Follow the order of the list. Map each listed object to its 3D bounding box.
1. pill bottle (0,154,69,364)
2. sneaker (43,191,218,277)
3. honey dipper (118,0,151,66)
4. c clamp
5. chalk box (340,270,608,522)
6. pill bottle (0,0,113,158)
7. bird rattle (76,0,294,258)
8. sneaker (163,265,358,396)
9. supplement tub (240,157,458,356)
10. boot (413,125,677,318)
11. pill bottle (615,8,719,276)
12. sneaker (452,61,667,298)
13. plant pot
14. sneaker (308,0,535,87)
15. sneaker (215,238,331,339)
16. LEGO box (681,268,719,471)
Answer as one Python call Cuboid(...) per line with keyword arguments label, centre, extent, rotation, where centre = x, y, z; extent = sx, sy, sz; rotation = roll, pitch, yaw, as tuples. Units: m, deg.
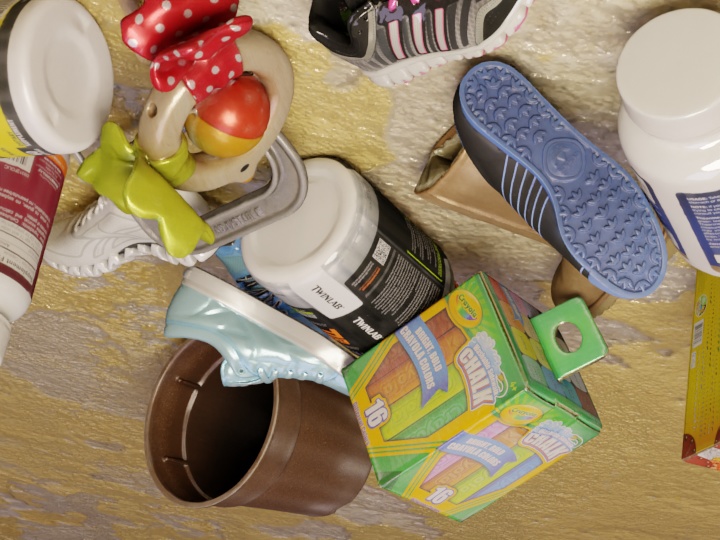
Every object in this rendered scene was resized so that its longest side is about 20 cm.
Cuboid(label="pill bottle", centre=(-0.321, -0.025, 1.214), extent=(0.114, 0.201, 0.114), rotation=(9, 156, 4))
Cuboid(label="sneaker", centre=(-0.214, -0.046, 1.298), extent=(0.199, 0.075, 0.081), rotation=(-8, 136, 30))
Cuboid(label="honey dipper", centre=(-0.164, -0.194, 0.985), extent=(0.038, 0.038, 0.200), rotation=(6, 157, 9))
Cuboid(label="c clamp", centre=(-0.145, -0.088, 1.155), extent=(0.199, 0.027, 0.171), rotation=(-16, 116, 30))
Cuboid(label="chalk box", centre=(0.107, 0.095, 1.196), extent=(0.200, 0.125, 0.124), rotation=(-38, 139, 20))
Cuboid(label="pill bottle", centre=(-0.293, -0.137, 1.067), extent=(0.199, 0.115, 0.114), rotation=(-1, 153, 25))
Cuboid(label="bird rattle", centre=(-0.115, -0.121, 1.028), extent=(0.112, 0.201, 0.163), rotation=(31, -157, 31))
Cuboid(label="sneaker", centre=(-0.082, 0.076, 1.284), extent=(0.200, 0.082, 0.074), rotation=(29, 178, 4))
Cuboid(label="supplement tub", centre=(0.000, 0.000, 1.234), extent=(0.122, 0.123, 0.200), rotation=(-7, 150, 34))
Cuboid(label="boot", centre=(0.135, -0.040, 1.173), extent=(0.199, 0.066, 0.175), rotation=(19, 145, -17))
Cuboid(label="pill bottle", centre=(0.237, -0.085, 0.971), extent=(0.111, 0.111, 0.200), rotation=(-2, 153, 26))
Cuboid(label="sneaker", centre=(0.139, -0.061, 1.028), extent=(0.200, 0.070, 0.078), rotation=(52, 173, 6))
Cuboid(label="plant pot", centre=(-0.101, 0.181, 1.603), extent=(0.200, 0.201, 0.198), rotation=(-10, 156, 38))
Cuboid(label="sneaker", centre=(0.034, -0.173, 0.904), extent=(0.087, 0.074, 0.200), rotation=(18, 160, -30))
Cuboid(label="sneaker", centre=(-0.074, 0.026, 1.356), extent=(0.078, 0.090, 0.200), rotation=(-5, 148, 29))
Cuboid(label="LEGO box", centre=(0.344, 0.068, 1.149), extent=(0.148, 0.201, 0.077), rotation=(16, 156, -12))
